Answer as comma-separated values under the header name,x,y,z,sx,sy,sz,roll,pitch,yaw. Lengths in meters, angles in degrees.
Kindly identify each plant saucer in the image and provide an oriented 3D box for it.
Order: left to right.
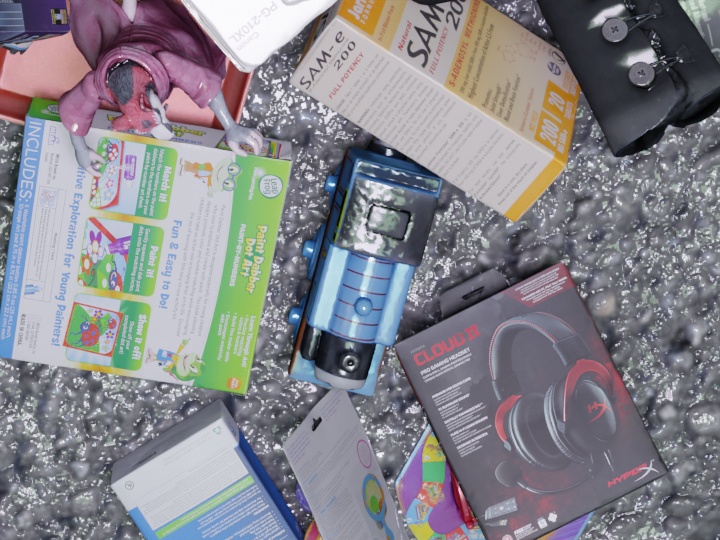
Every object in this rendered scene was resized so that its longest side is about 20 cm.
name,x,y,z,sx,sy,sz,roll,pitch,yaw
plant saucer,-0.171,-0.190,1.464,0.198,0.037,0.201,15,99,-9

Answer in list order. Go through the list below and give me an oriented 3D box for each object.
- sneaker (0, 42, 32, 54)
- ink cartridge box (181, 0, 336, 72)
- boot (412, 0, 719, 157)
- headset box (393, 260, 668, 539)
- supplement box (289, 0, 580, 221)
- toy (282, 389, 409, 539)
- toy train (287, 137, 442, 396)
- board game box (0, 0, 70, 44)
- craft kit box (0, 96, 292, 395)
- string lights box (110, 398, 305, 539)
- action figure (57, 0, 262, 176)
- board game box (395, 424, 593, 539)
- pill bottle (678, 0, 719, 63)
name,x,y,z,sx,sy,sz,roll,pitch,yaw
sneaker,-0.288,-0.244,1.401,0.072,0.072,0.201,-36,84,19
ink cartridge box,-0.059,-0.225,1.345,0.145,0.200,0.084,-40,108,3
boot,0.140,-0.165,1.380,0.164,0.066,0.201,-30,82,4
headset box,0.124,0.098,1.509,0.148,0.075,0.201,-25,81,1
supplement box,0.060,-0.143,1.444,0.199,0.126,0.074,31,131,-12
toy,-0.013,0.202,1.538,0.047,0.115,0.201,-19,103,28
toy train,0.000,0.000,1.481,0.086,0.114,0.201,15,100,-8
board game box,-0.275,-0.248,1.290,0.056,0.165,0.201,-7,93,34
craft kit box,-0.163,-0.016,1.477,0.196,0.049,0.201,11,114,-5
string lights box,-0.100,0.215,1.545,0.102,0.059,0.201,-30,103,2
action figure,-0.144,-0.146,1.354,0.133,0.200,0.150,-11,109,2
board game box,0.125,0.159,1.565,0.157,0.039,0.201,29,97,-11
pill bottle,0.266,-0.205,1.464,0.199,0.116,0.116,-20,103,-1
